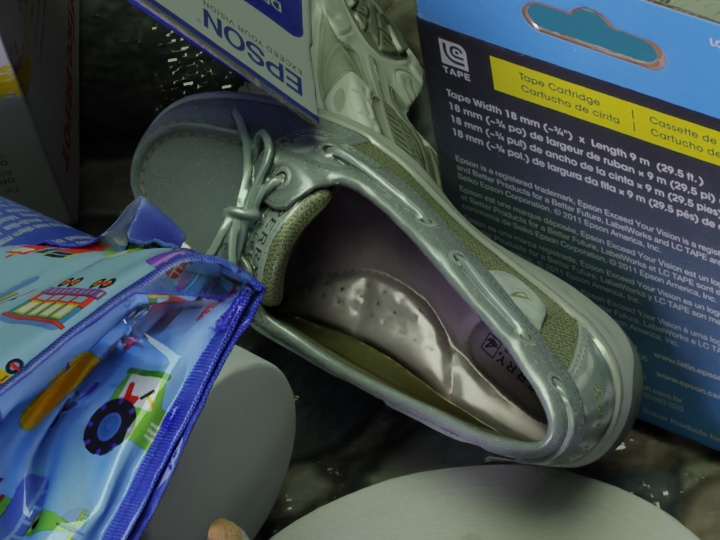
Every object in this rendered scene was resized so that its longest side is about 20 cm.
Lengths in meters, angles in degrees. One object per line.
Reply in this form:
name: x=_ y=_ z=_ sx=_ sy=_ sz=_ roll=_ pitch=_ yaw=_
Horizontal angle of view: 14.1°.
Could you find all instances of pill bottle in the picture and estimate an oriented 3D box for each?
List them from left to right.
pill bottle: x=-0.125 y=0.035 z=1.011 sx=0.200 sy=0.112 sz=0.112 roll=23 pitch=56 yaw=30

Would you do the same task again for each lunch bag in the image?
lunch bag: x=-0.123 y=0.054 z=0.855 sx=0.200 sy=0.094 sz=0.150 roll=-52 pitch=23 yaw=-20

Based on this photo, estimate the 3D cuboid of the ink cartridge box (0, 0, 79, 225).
ink cartridge box: x=-0.199 y=-0.120 z=1.110 sx=0.144 sy=0.200 sz=0.147 roll=-9 pitch=46 yaw=6

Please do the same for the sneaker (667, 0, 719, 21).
sneaker: x=0.121 y=-0.065 z=1.048 sx=0.200 sy=0.074 sz=0.080 roll=2 pitch=51 yaw=44

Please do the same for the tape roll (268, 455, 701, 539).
tape roll: x=0.034 y=0.149 z=0.922 sx=0.202 sy=0.037 sz=0.203 roll=-7 pitch=46 yaw=7

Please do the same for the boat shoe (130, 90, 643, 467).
boat shoe: x=0.000 y=0.002 z=0.972 sx=0.202 sy=0.065 sz=0.075 roll=35 pitch=107 yaw=21

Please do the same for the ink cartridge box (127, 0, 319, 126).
ink cartridge box: x=-0.101 y=-0.151 z=0.998 sx=0.047 sy=0.197 sz=0.200 roll=-38 pitch=33 yaw=29

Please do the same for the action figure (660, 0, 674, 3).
action figure: x=0.143 y=-0.095 z=1.114 sx=0.118 sy=0.055 sz=0.200 roll=-20 pitch=51 yaw=-11

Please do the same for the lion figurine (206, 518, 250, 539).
lion figurine: x=-0.075 y=0.134 z=0.816 sx=0.122 sy=0.200 sz=0.072 roll=-41 pitch=88 yaw=-27

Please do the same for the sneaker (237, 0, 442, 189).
sneaker: x=-0.028 y=-0.053 z=1.098 sx=0.099 sy=0.078 sz=0.200 roll=-36 pitch=31 yaw=15

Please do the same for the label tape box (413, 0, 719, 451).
label tape box: x=0.098 y=-0.037 z=0.966 sx=0.144 sy=0.200 sz=0.063 roll=22 pitch=52 yaw=28
